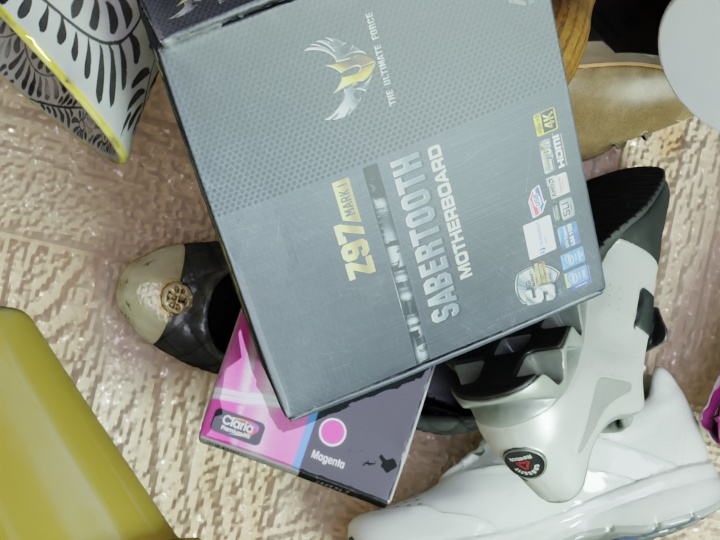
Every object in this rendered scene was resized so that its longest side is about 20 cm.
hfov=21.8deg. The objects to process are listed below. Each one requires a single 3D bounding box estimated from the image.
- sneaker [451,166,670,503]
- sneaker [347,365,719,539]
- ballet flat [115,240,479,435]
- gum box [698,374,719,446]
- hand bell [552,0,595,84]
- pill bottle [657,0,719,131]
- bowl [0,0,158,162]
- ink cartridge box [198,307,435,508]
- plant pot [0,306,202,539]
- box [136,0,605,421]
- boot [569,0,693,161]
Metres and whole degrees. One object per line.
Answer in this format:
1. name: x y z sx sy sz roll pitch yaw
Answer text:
1. sneaker: 0.108 0.029 0.907 0.089 0.074 0.200 60 43 -26
2. sneaker: 0.083 0.106 0.932 0.198 0.075 0.088 -12 77 -18
3. ballet flat: -0.020 0.030 0.900 0.198 0.057 0.067 16 89 -9
4. gum box: 0.263 0.030 0.951 0.113 0.066 0.201 33 82 -35
5. hand bell: 0.107 -0.145 0.875 0.104 0.104 0.201 36 59 -12
6. pill bottle: 0.224 -0.147 0.898 0.112 0.111 0.200 54 50 -9
7. bowl: -0.143 -0.148 0.790 0.201 0.201 0.094 44 81 -10
8. ink cartridge box: 0.000 0.000 0.873 0.094 0.037 0.202 19 78 -1
9. plant pot: -0.168 0.127 0.806 0.199 0.201 0.190 -21 79 -13
10. box: 0.010 -0.049 0.777 0.156 0.051 0.201 -20 126 -6
11. boot: 0.139 -0.095 0.949 0.198 0.074 0.076 2 126 -20
